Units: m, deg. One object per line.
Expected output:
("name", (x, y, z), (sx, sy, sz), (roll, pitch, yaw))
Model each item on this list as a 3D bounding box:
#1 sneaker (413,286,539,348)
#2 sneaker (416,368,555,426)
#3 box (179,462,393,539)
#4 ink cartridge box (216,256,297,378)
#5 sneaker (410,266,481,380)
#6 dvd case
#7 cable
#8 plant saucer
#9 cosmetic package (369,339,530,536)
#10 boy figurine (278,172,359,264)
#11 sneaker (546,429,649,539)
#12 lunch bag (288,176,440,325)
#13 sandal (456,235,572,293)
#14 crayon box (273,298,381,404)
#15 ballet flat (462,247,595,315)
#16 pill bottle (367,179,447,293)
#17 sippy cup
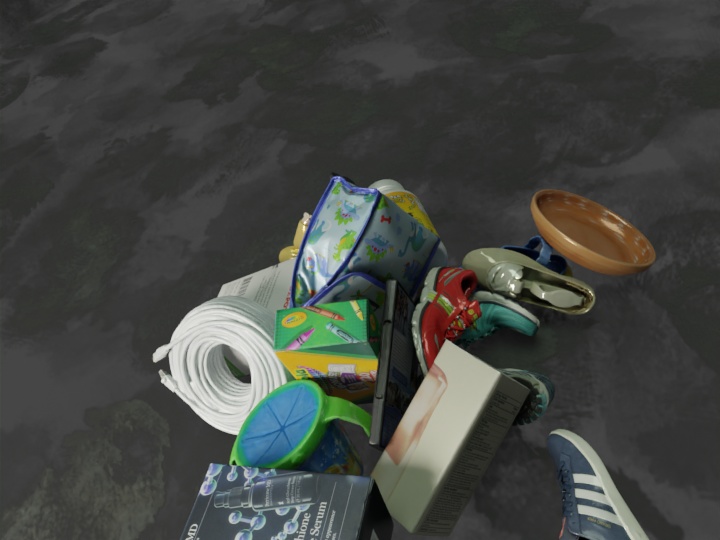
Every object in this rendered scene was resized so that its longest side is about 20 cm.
("sneaker", (0.165, 0.078, 1.012), (0.197, 0.078, 0.081), (4, 64, 31))
("sneaker", (0.163, 0.167, 0.914), (0.198, 0.079, 0.086), (-3, 3, 39))
("box", (-0.081, 0.301, 0.723), (0.197, 0.108, 0.150), (-2, 44, 19))
("ink cartridge box", (-0.140, 0.070, 1.065), (0.198, 0.084, 0.147), (-19, 37, 30))
("sneaker", (0.119, 0.064, 0.926), (0.083, 0.078, 0.202), (-4, 43, 21))
("dvd case", (0.048, 0.129, 0.876), (0.017, 0.143, 0.203), (0, 70, 20))
("cable", (-0.177, 0.137, 0.974), (0.200, 0.200, 0.069), (-44, -2, 30))
("plant saucer", (0.343, -0.054, 1.037), (0.197, 0.038, 0.201), (17, 32, -11))
("cosmetic package", (0.101, 0.197, 0.806), (0.087, 0.103, 0.202), (30, 88, 39))
("boy figurine", (-0.070, -0.069, 1.201), (0.065, 0.124, 0.201), (48, 114, 26))
("sneaker", (0.242, 0.267, 0.760), (0.083, 0.076, 0.201), (-19, 41, -7))
("lunch bag", (0.000, 0.000, 0.966), (0.127, 0.169, 0.202), (25, 86, 43))
("sandal", (0.220, -0.005, 1.054), (0.197, 0.088, 0.080), (-13, 43, 9))
("crayon box", (-0.024, 0.113, 0.890), (0.117, 0.201, 0.059), (-8, 58, 12))
("ballet flat", (0.242, 0.019, 0.985), (0.197, 0.070, 0.070), (16, 47, 3))
("pill bottle", (0.065, -0.065, 1.156), (0.111, 0.114, 0.201), (-19, 41, -1))
("sippy cup", (-0.066, 0.230, 0.860), (0.176, 0.131, 0.140), (0, 46, 49))
